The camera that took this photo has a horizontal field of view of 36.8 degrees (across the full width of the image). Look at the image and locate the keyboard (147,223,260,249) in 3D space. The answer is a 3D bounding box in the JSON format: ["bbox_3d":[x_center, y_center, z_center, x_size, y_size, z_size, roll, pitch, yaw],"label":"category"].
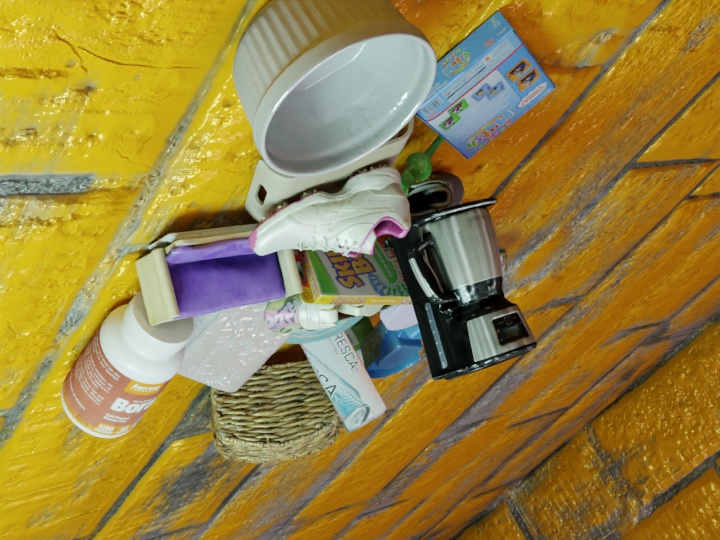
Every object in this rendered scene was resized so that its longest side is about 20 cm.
[{"bbox_3d":[-0.162,-0.045,1.323,0.198,0.011,0.056,-9,177,-42],"label":"keyboard"}]

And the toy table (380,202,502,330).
[{"bbox_3d":[0.096,-0.013,1.592,0.198,0.118,0.185,-23,155,-21],"label":"toy table"}]

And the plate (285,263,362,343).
[{"bbox_3d":[-0.067,0.038,1.509,0.198,0.026,0.202,-9,134,-9],"label":"plate"}]

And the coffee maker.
[{"bbox_3d":[0.125,0.029,1.374,0.133,0.202,0.192,-15,175,-10],"label":"coffee maker"}]

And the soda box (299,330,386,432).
[{"bbox_3d":[-0.037,0.137,1.612,0.068,0.201,0.064,-29,169,-6],"label":"soda box"}]

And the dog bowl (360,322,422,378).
[{"bbox_3d":[0.080,0.097,1.709,0.200,0.050,0.111,-40,152,27],"label":"dog bowl"}]

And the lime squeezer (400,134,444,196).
[{"bbox_3d":[0.048,-0.115,1.358,0.200,0.070,0.038,-44,117,-17],"label":"lime squeezer"}]

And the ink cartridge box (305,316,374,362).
[{"bbox_3d":[-0.037,0.160,1.840,0.103,0.060,0.201,-22,155,-21],"label":"ink cartridge box"}]

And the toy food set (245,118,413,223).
[{"bbox_3d":[-0.038,-0.128,1.292,0.198,0.061,0.144,-21,166,-20],"label":"toy food set"}]

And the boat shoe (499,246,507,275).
[{"bbox_3d":[0.155,0.001,1.765,0.198,0.075,0.069,-13,132,-34],"label":"boat shoe"}]

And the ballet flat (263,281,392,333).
[{"bbox_3d":[-0.030,0.044,1.440,0.198,0.071,0.070,-15,119,-31],"label":"ballet flat"}]

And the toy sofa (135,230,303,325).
[{"bbox_3d":[-0.162,0.005,1.312,0.198,0.084,0.097,-10,174,-41],"label":"toy sofa"}]

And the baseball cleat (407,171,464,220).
[{"bbox_3d":[0.100,-0.092,1.441,0.106,0.071,0.199,-13,-170,42],"label":"baseball cleat"}]

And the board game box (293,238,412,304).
[{"bbox_3d":[0.000,0.000,1.436,0.198,0.096,0.030,0,146,-31],"label":"board game box"}]

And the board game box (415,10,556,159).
[{"bbox_3d":[0.152,-0.223,1.347,0.151,0.037,0.200,-39,155,13],"label":"board game box"}]

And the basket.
[{"bbox_3d":[-0.135,0.241,1.719,0.197,0.144,0.150,-6,150,-13],"label":"basket"}]

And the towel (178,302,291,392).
[{"bbox_3d":[-0.186,0.082,1.464,0.190,0.032,0.200,22,126,-39],"label":"towel"}]

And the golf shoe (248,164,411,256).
[{"bbox_3d":[-0.031,-0.051,1.266,0.198,0.092,0.075,-23,168,-8],"label":"golf shoe"}]

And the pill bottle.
[{"bbox_3d":[-0.291,0.115,1.365,0.111,0.113,0.200,-6,147,-45],"label":"pill bottle"}]

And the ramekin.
[{"bbox_3d":[-0.033,-0.199,1.081,0.198,0.106,0.201,-26,157,-12],"label":"ramekin"}]
